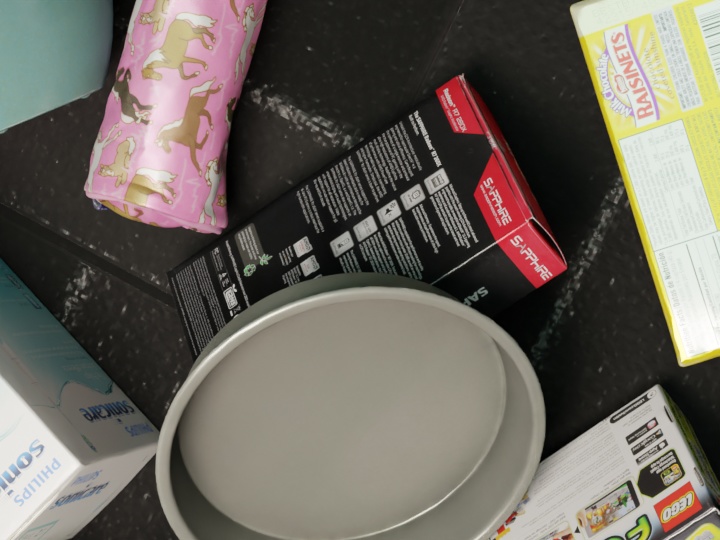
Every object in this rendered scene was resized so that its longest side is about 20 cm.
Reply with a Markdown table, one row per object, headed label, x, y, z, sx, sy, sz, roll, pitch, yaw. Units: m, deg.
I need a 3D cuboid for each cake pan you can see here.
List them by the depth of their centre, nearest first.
| label | x | y | z | sx | sy | sz | roll | pitch | yaw |
| --- | --- | --- | --- | --- | --- | --- | --- | --- | --- |
| cake pan | -0.007 | 0.082 | 1.264 | 0.199 | 0.037 | 0.201 | -6 | 125 | -9 |

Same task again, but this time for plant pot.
| label | x | y | z | sx | sy | sz | roll | pitch | yaw |
| --- | --- | --- | --- | --- | --- | --- | --- | --- | --- |
| plant pot | -0.223 | -0.147 | 1.326 | 0.200 | 0.201 | 0.161 | -20 | 98 | 12 |

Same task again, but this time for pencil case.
| label | x | y | z | sx | sy | sz | roll | pitch | yaw |
| --- | --- | --- | --- | --- | --- | --- | --- | --- | --- |
| pencil case | -0.090 | -0.123 | 1.341 | 0.083 | 0.086 | 0.201 | 11 | 93 | -30 |

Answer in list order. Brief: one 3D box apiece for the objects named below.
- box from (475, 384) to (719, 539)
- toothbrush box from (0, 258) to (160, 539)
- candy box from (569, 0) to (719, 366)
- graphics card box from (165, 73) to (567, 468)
| label | x | y | z | sx | sy | sz | roll | pitch | yaw |
| --- | --- | --- | --- | --- | --- | --- | --- | --- | --- |
| box | 0.095 | 0.154 | 1.294 | 0.200 | 0.110 | 0.035 | -35 | 123 | 11 |
| toothbrush box | -0.217 | 0.054 | 1.344 | 0.200 | 0.146 | 0.085 | 46 | 100 | 8 |
| candy box | 0.188 | -0.060 | 1.311 | 0.102 | 0.026 | 0.201 | -17 | 86 | 15 |
| graphics card box | 0.000 | 0.000 | 1.311 | 0.200 | 0.051 | 0.126 | -33 | 44 | 10 |
